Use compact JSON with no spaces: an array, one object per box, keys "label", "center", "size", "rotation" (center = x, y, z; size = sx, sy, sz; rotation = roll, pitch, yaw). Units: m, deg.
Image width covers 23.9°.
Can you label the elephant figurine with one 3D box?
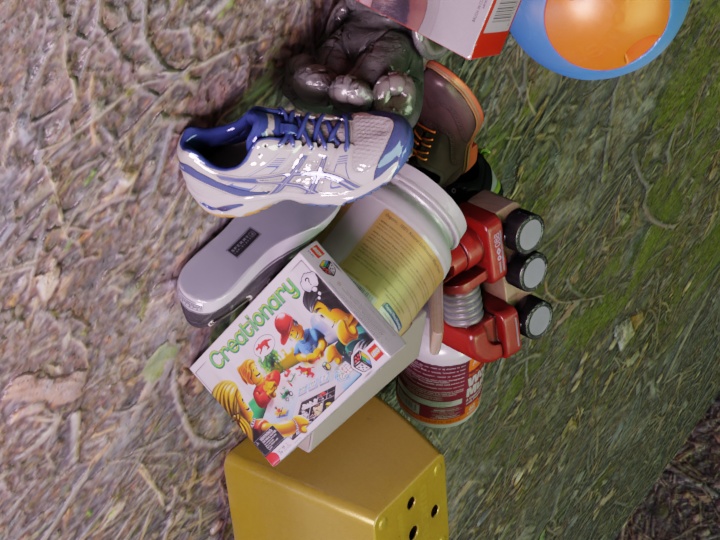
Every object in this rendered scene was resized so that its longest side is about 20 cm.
[{"label":"elephant figurine","center":[0.023,-0.224,1.507],"size":[0.155,0.141,0.201],"rotation":[147,-38,-76]}]

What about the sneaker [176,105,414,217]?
[{"label":"sneaker","center":[-0.056,-0.100,1.419],"size":[0.088,0.199,0.076],"rotation":[63,15,-54]}]

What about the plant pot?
[{"label":"plant pot","center":[-0.012,0.260,1.881],"size":[0.200,0.176,0.201],"rotation":[-38,135,-41]}]

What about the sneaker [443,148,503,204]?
[{"label":"sneaker","center":[0.083,-0.066,1.914],"size":[0.200,0.072,0.083],"rotation":[-47,130,-31]}]

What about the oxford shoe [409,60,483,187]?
[{"label":"oxford shoe","center":[0.082,-0.144,1.785],"size":[0.073,0.071,0.200],"rotation":[-46,155,-18]}]

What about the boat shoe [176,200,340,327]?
[{"label":"boat shoe","center":[-0.092,-0.017,1.578],"size":[0.200,0.070,0.066],"rotation":[-46,161,-30]}]

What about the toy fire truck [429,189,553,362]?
[{"label":"toy fire truck","center":[0.115,0.034,1.839],"size":[0.200,0.128,0.177],"rotation":[-32,129,-30]}]

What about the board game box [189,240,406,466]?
[{"label":"board game box","center":[-0.061,0.080,1.585],"size":[0.200,0.126,0.035],"rotation":[-46,174,37]}]

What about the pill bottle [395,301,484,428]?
[{"label":"pill bottle","center":[0.098,0.091,2.050],"size":[0.110,0.109,0.200],"rotation":[-45,154,-32]}]

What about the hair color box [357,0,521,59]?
[{"label":"hair color box","center":[0.038,-0.263,1.371],"size":[0.064,0.200,0.111],"rotation":[-19,134,-59]}]

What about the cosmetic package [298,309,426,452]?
[{"label":"cosmetic package","center":[-0.030,0.093,1.793],"size":[0.200,0.103,0.073],"rotation":[-40,150,-41]}]

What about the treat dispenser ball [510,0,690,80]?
[{"label":"treat dispenser ball","center":[0.242,-0.298,1.759],"size":[0.201,0.200,0.201],"rotation":[-46,154,-30]}]

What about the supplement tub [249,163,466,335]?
[{"label":"supplement tub","center":[0.000,0.000,1.687],"size":[0.200,0.144,0.145],"rotation":[-52,156,-17]}]
